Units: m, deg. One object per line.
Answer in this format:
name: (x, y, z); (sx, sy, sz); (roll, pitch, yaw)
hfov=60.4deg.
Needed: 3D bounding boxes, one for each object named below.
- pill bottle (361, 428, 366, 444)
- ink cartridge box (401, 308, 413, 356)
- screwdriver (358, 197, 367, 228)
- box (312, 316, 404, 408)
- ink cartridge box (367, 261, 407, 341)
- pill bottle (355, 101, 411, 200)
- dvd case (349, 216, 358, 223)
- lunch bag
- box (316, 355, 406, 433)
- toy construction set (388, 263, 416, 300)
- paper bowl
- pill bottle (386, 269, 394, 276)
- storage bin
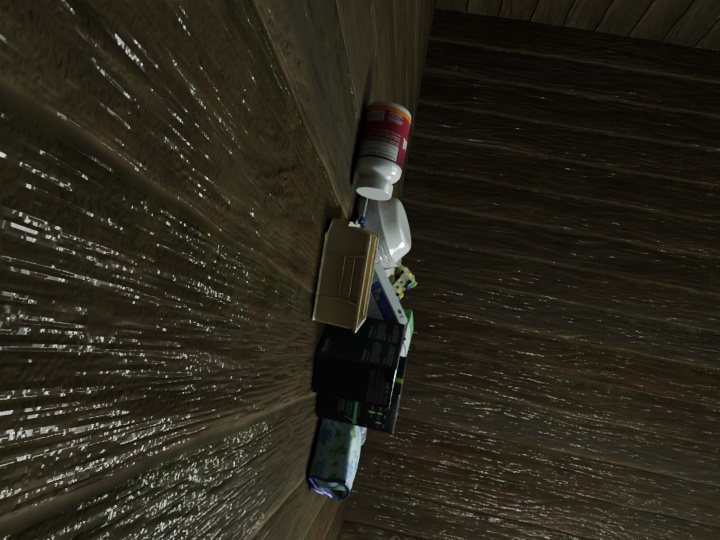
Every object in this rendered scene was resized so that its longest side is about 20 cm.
pill bottle: (-0.029, 0.439, 1.888); (0.114, 0.110, 0.204); (-72, 170, -52)
ink cartridge box: (0.055, 0.196, 1.659); (0.203, 0.142, 0.085); (-70, 161, -46)
screwdriver: (0.011, -0.144, 1.489); (0.029, 0.027, 0.206); (-22, -129, 62)
box: (0.000, 0.196, 1.409); (0.201, 0.176, 0.107); (-66, 167, -64)
ink cartridge box: (0.052, 0.092, 1.540); (0.039, 0.099, 0.205); (-14, 77, -45)
pill bottle: (0.049, -0.274, 1.431); (0.113, 0.109, 0.206); (71, 30, -79)
dvd case: (-0.034, -0.019, 1.504); (0.143, 0.017, 0.206); (-60, 159, -72)
lunch bag: (-0.058, 0.491, 1.615); (0.202, 0.123, 0.174); (73, 26, -57)
box: (0.004, 0.283, 1.507); (0.150, 0.194, 0.127); (-70, 169, -59)
toy construction set: (0.080, 0.064, 1.641); (0.131, 0.091, 0.202); (-42, -165, 52)
paper bowl: (0.069, -0.108, 1.621); (0.200, 0.101, 0.207); (-14, 91, -76)
pill bottle: (0.051, 0.006, 1.936); (0.115, 0.110, 0.205); (-70, 169, -58)
storage bin: (-0.025, 0.004, 1.267); (0.200, 0.091, 0.205); (-22, 122, -83)
